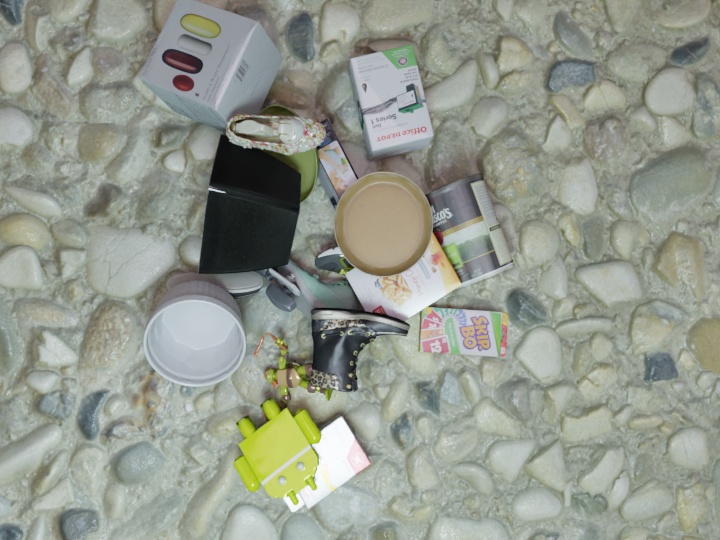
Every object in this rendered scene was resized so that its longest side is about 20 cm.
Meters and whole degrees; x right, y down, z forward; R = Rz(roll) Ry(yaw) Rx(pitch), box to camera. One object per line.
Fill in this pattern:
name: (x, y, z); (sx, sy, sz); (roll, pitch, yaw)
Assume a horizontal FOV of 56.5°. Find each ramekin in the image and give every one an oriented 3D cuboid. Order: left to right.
ramekin: (-0.324, 0.117, 1.328); (0.194, 0.106, 0.205); (-4, 119, -7)

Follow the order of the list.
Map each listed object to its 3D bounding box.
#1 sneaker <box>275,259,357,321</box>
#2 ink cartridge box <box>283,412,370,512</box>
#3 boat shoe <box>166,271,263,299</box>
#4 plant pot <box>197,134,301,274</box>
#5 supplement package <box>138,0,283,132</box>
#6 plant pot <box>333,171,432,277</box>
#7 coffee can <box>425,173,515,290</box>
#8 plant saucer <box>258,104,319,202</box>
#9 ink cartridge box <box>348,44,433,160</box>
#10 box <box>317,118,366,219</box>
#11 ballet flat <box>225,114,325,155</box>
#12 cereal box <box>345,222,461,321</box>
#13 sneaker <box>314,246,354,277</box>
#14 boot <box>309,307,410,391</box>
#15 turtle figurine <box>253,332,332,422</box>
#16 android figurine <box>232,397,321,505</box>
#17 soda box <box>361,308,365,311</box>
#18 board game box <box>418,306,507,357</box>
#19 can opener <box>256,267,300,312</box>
sneaker: (-0.093, 0.035, 1.416); (0.117, 0.075, 0.201); (-25, 63, -42)
ink cartridge box: (-0.089, 0.403, 1.380); (0.198, 0.068, 0.118); (-35, 88, -5)
boat shoe: (-0.300, 0.043, 1.391); (0.194, 0.075, 0.062); (-6, 130, -15)
plant pot: (-0.211, -0.116, 1.312); (0.172, 0.202, 0.203); (10, 126, -10)
supplement package: (-0.296, -0.406, 1.347); (0.196, 0.147, 0.195); (23, 83, 18)
plant pot: (0.045, -0.090, 1.320); (0.194, 0.027, 0.207); (0, 88, 4)
coffee can: (0.222, -0.080, 1.399); (0.143, 0.146, 0.205); (-21, 88, -6)
plant saucer: (-0.148, -0.239, 1.377); (0.031, 0.199, 0.204); (-25, 87, -41)
ink cartridge box: (0.065, -0.357, 1.435); (0.142, 0.084, 0.206); (-14, 87, -5)
box: (-0.051, -0.200, 1.401); (0.059, 0.117, 0.204); (-27, 87, -9)
ballet flat: (-0.165, -0.261, 1.268); (0.194, 0.064, 0.078); (1, 87, 7)
cereal box: (0.086, 0.018, 1.349); (0.197, 0.040, 0.146); (-32, 86, 6)
sneaker: (0.000, 0.000, 1.406); (0.194, 0.075, 0.087); (3, 77, -5)
boot: (-0.007, 0.156, 1.300); (0.194, 0.073, 0.155); (7, 89, -1)
turtle figurine: (-0.136, 0.229, 1.385); (0.157, 0.064, 0.206); (2, 98, 16)
android figurine: (-0.160, 0.362, 1.330); (0.180, 0.041, 0.202); (-33, 77, -6)
soda box: (0.009, 0.117, 1.408); (0.197, 0.068, 0.065); (-30, 90, -6)
board game box: (0.224, 0.133, 1.447); (0.194, 0.030, 0.099); (4, 86, -7)
can opener: (-0.199, 0.004, 1.367); (0.199, 0.053, 0.067); (38, 75, 24)
